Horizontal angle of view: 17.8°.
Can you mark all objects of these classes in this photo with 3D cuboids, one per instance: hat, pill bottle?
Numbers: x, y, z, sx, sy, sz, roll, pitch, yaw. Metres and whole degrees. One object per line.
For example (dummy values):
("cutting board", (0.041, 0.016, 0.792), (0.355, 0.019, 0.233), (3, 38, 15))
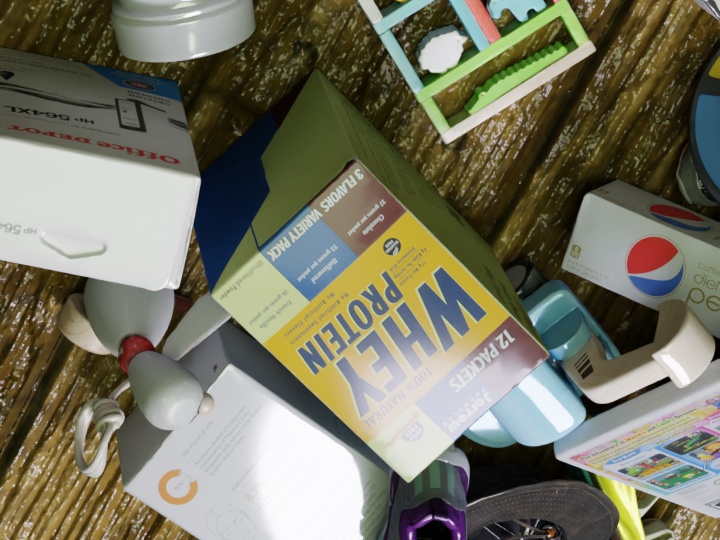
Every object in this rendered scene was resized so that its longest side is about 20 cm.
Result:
("hat", (0.095, 0.201, 1.751), (0.199, 0.081, 0.201), (-15, 139, -13))
("pill bottle", (-0.131, -0.249, 1.525), (0.113, 0.114, 0.201), (-11, 113, -6))

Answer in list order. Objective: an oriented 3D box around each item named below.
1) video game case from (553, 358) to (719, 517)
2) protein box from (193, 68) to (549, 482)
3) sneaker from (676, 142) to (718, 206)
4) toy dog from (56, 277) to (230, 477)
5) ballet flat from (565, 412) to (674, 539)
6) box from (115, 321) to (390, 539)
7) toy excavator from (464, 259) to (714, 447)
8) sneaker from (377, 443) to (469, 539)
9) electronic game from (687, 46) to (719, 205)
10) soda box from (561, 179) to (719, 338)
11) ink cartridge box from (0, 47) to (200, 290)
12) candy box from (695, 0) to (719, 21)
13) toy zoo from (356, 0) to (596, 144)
("video game case", (0.272, 0.119, 1.662), (0.181, 0.024, 0.200), (22, 144, -35))
("protein box", (0.000, 0.000, 1.600), (0.135, 0.199, 0.200), (-42, 113, 9))
("sneaker", (0.325, -0.102, 1.684), (0.199, 0.077, 0.079), (-28, 115, 3))
("toy dog", (-0.141, 0.050, 1.618), (0.096, 0.201, 0.132), (15, 134, -33))
("ballet flat", (0.209, 0.197, 1.791), (0.067, 0.067, 0.201), (-24, 113, -16))
("box", (-0.065, 0.147, 1.702), (0.200, 0.098, 0.125), (37, 102, -21))
("toy excavator", (0.151, 0.070, 1.652), (0.194, 0.200, 0.100), (-38, 114, 8))
("sneaker", (0.042, 0.218, 1.632), (0.074, 0.088, 0.201), (-1, 127, 0))
("electronic game", (0.329, -0.112, 1.626), (0.199, 0.200, 0.042), (-34, 144, 5))
("soda box", (0.251, 0.003, 1.660), (0.199, 0.068, 0.064), (24, 110, 22))
("ink cartridge box", (-0.190, -0.072, 1.537), (0.145, 0.200, 0.085), (10, 109, -14))
("candy box", (0.238, -0.291, 1.602), (0.136, 0.061, 0.200), (-42, 113, 7))
("toy zoo", (0.065, -0.204, 1.627), (0.131, 0.020, 0.201), (-31, 114, 3))
